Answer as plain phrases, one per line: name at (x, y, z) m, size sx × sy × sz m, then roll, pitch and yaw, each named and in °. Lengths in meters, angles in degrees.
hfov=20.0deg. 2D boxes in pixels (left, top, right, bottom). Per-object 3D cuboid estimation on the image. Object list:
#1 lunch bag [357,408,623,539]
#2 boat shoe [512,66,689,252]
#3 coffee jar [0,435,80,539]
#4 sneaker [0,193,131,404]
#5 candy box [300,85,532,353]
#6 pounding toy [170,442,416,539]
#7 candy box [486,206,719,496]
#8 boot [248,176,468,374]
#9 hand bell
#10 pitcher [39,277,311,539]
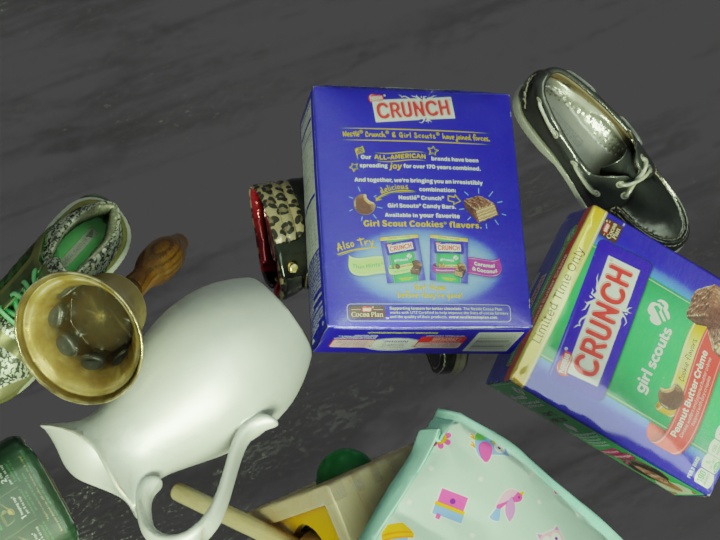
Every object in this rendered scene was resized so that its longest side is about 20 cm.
lunch bag at (0.083, 0.220, 1.455) m, size 0.200 × 0.122 × 0.171 m, roll 44°, pitch 62°, yaw -16°
boat shoe at (0.214, -0.094, 1.749) m, size 0.074 × 0.060 × 0.200 m, roll -41°, pitch 92°, yaw -18°
coffee jar at (-0.318, 0.215, 1.530) m, size 0.199 × 0.085 × 0.105 m, roll -30°, pitch 92°, yaw -19°
sneaker at (-0.249, 0.015, 1.583) m, size 0.077 × 0.089 × 0.201 m, roll 35°, pitch 72°, yaw -3°
candy box at (0.041, -0.039, 1.612) m, size 0.167 × 0.077 × 0.202 m, roll 1°, pitch 72°, yaw -13°
pounding toy at (-0.020, 0.221, 1.576) m, size 0.141 × 0.184 × 0.201 m, roll -21°, pitch 86°, yaw -30°
candy box at (0.231, 0.068, 1.708) m, size 0.199 × 0.077 × 0.170 m, roll 29°, pitch 76°, yaw -7°
boot at (0.000, 0.000, 1.665) m, size 0.149 × 0.073 × 0.202 m, roll -11°, pitch 80°, yaw -18°
hand bell at (-0.178, 0.015, 1.573) m, size 0.103 × 0.200 × 0.105 m, roll 6°, pitch 113°, yaw 15°
pitcher at (-0.121, 0.112, 1.572) m, size 0.200 × 0.122 × 0.171 m, roll -40°, pitch 57°, yaw -15°
